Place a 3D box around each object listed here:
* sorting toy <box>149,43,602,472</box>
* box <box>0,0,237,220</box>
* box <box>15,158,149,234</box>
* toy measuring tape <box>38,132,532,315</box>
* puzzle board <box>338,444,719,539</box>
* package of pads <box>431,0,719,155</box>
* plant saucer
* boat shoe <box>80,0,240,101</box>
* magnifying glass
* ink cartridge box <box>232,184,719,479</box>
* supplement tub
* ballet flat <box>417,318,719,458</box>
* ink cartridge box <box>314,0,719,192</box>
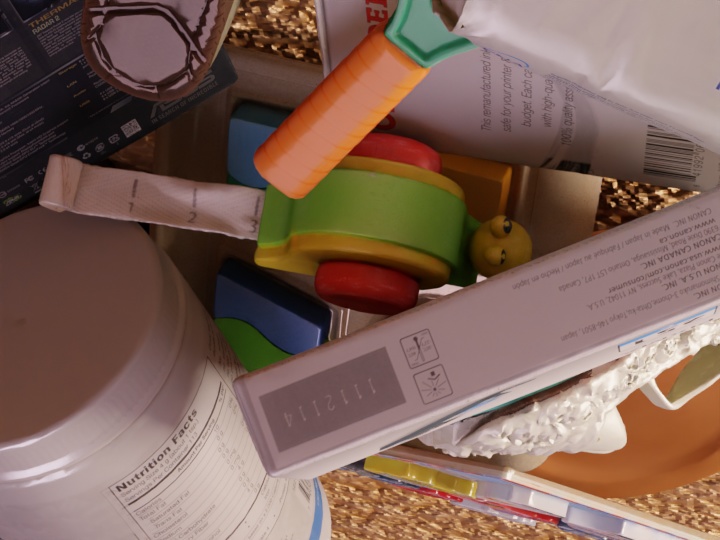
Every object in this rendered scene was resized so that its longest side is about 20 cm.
[{"bbox_3d":[0.000,0.000,1.005,0.200,0.036,0.185,12,122,8],"label":"sorting toy"},{"bbox_3d":[-0.166,-0.088,0.902,0.200,0.051,0.158,-32,145,-2],"label":"box"},{"bbox_3d":[-0.173,0.061,1.162,0.166,0.164,0.200,-4,147,29],"label":"box"},{"bbox_3d":[-0.031,-0.025,0.874,0.200,0.074,0.074,10,151,3],"label":"toy measuring tape"},{"bbox_3d":[0.072,0.110,1.084,0.151,0.017,0.200,8,171,43],"label":"puzzle board"},{"bbox_3d":[0.125,-0.137,0.673,0.154,0.068,0.200,22,107,-16],"label":"package of pads"},{"bbox_3d":[0.130,0.054,1.085,0.200,0.038,0.200,-4,141,-4],"label":"plant saucer"},{"bbox_3d":[-0.051,-0.161,0.813,0.075,0.075,0.202,27,126,-6],"label":"boat shoe"},{"bbox_3d":[0.029,-0.091,0.767,0.080,0.022,0.200,38,128,-13],"label":"magnifying glass"},{"bbox_3d":[0.061,0.028,0.890,0.200,0.045,0.176,-22,173,5],"label":"ink cartridge box"},{"bbox_3d":[-0.104,0.079,0.975,0.132,0.132,0.200,-1,143,26],"label":"supplement tub"},{"bbox_3d":[0.115,0.040,0.962,0.072,0.200,0.072,46,155,29],"label":"ballet flat"},{"bbox_3d":[0.090,-0.105,0.833,0.200,0.086,0.147,11,151,10],"label":"ink cartridge box"}]
